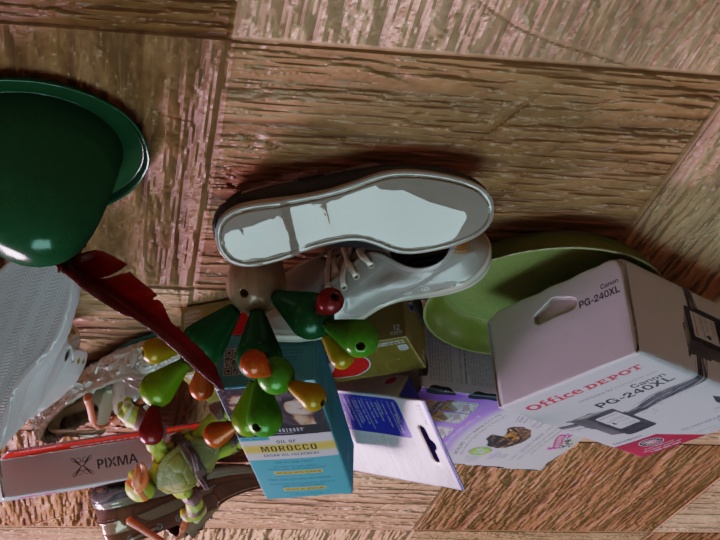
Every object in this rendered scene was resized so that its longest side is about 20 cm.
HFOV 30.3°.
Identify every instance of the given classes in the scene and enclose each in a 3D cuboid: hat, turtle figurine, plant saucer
[{"bbox_3d":[-0.214,-0.008,0.850,0.199,0.177,0.165,-17,149,26],"label":"hat"},{"bbox_3d":[-0.152,0.154,1.180,0.161,0.064,0.201,-34,127,-17],"label":"turtle figurine"},{"bbox_3d":[0.149,0.017,1.093,0.198,0.031,0.200,-3,152,-2],"label":"plant saucer"}]

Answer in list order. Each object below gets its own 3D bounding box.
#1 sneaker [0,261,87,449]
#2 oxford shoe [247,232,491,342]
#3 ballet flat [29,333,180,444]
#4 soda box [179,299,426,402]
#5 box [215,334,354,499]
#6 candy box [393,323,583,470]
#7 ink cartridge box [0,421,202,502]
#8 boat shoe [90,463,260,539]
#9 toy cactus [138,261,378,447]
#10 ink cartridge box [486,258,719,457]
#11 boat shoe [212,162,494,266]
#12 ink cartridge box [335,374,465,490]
[{"bbox_3d":[-0.262,0.049,1.083,0.073,0.116,0.201,34,116,5],"label":"sneaker"},{"bbox_3d":[0.000,0.000,1.005,0.198,0.076,0.058,-17,144,18],"label":"oxford shoe"},{"bbox_3d":[-0.224,0.114,1.207,0.199,0.072,0.072,-21,147,30],"label":"ballet flat"},{"bbox_3d":[-0.049,0.057,1.114,0.198,0.065,0.068,-10,151,14],"label":"soda box"},{"bbox_3d":[-0.058,0.123,1.104,0.081,0.049,0.201,-5,145,7],"label":"box"},{"bbox_3d":[0.115,0.121,1.246,0.198,0.072,0.168,8,150,-19],"label":"candy box"},{"bbox_3d":[-0.245,0.183,1.272,0.198,0.044,0.173,-7,172,-21],"label":"ink cartridge box"},{"bbox_3d":[-0.192,0.248,1.411,0.199,0.073,0.075,-7,178,-35],"label":"boat shoe"},{"bbox_3d":[-0.084,0.041,0.970,0.199,0.166,0.102,-23,146,32],"label":"toy cactus"},{"bbox_3d":[0.222,0.077,1.094,0.199,0.084,0.145,21,144,-39],"label":"ink cartridge box"},{"bbox_3d":[-0.007,-0.047,0.946,0.198,0.057,0.067,-7,117,-1],"label":"boat shoe"},{"bbox_3d":[0.015,0.137,1.177,0.199,0.037,0.095,3,123,52],"label":"ink cartridge box"}]
